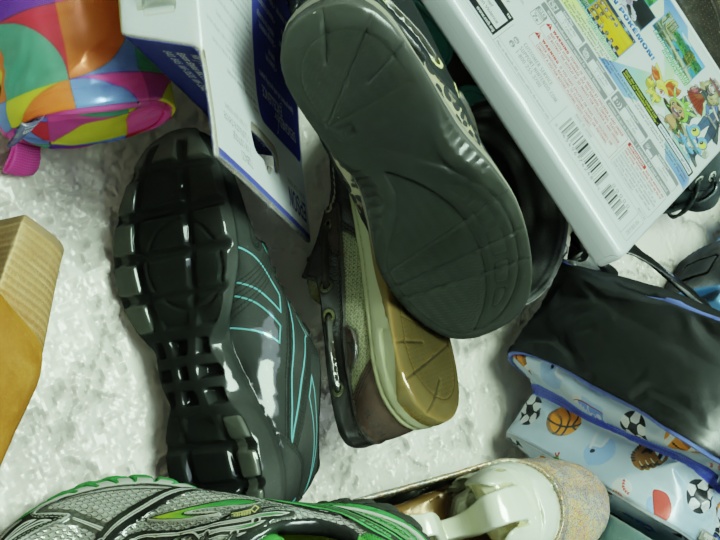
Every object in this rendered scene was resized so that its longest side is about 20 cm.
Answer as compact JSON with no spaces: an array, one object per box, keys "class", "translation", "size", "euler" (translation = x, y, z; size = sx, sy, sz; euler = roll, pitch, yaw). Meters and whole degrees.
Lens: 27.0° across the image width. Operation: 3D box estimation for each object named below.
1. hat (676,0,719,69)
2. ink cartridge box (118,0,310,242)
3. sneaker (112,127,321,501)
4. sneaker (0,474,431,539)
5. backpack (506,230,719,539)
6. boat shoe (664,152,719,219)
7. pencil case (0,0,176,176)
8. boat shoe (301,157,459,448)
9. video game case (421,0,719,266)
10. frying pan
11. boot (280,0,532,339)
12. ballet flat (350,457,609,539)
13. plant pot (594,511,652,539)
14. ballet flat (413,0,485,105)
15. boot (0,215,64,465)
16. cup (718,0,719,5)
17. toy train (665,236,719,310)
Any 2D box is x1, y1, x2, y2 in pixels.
[{"class":"hat","translation":[0.141,-0.146,0.940],"size":[0.200,0.081,0.201],"euler":[18,58,-32]},{"class":"ink cartridge box","translation":[-0.068,-0.126,0.710],"size":[0.198,0.047,0.200],"euler":[46,40,-76]},{"class":"sneaker","translation":[-0.066,0.029,0.741],"size":[0.079,0.075,0.200],"euler":[-12,94,-57]},{"class":"sneaker","translation":[-0.066,0.126,0.650],"size":[0.200,0.085,0.078],"euler":[-3,82,2]},{"class":"backpack","translation":[0.195,0.089,0.873],"size":[0.190,0.200,0.154],"euler":[28,94,-40]},{"class":"boat shoe","translation":[0.214,-0.071,0.998],"size":[0.066,0.074,0.199],"euler":[47,43,-9]},{"class":"pencil case","translation":[-0.147,-0.150,0.691],"size":[0.088,0.088,0.200],"euler":[-7,84,-42]},{"class":"boat shoe","translation":[0.000,0.000,0.787],"size":[0.073,0.065,0.200],"euler":[40,32,-42]},{"class":"video game case","translation":[0.125,-0.127,0.839],"size":[0.200,0.022,0.182],"euler":[55,46,-6]},{"class":"frying pan","translation":[0.094,-0.059,0.847],"size":[0.190,0.031,0.115],"euler":[-49,120,-38]},{"class":"boot","translation":[0.020,-0.079,0.742],"size":[0.204,0.073,0.154],"euler":[58,13,-35]},{"class":"ballet flat","translation":[0.043,0.132,0.750],"size":[0.200,0.067,0.068],"euler":[-13,70,-17]},{"class":"plant pot","translation":[0.169,0.240,0.825],"size":[0.200,0.200,0.134],"euler":[38,84,-29]},{"class":"ballet flat","translation":[0.038,-0.117,0.864],"size":[0.200,0.072,0.072],"euler":[37,58,-34]},{"class":"boot","translation":[-0.211,0.013,0.602],"size":[0.201,0.071,0.144],"euler":[36,56,-36]},{"class":"cup","translation":[0.333,-0.208,1.077],"size":[0.143,0.200,0.201],"euler":[-6,83,-13]},{"class":"toy train","translation":[0.281,0.010,1.033],"size":[0.114,0.087,0.200],"euler":[50,52,-13]}]
